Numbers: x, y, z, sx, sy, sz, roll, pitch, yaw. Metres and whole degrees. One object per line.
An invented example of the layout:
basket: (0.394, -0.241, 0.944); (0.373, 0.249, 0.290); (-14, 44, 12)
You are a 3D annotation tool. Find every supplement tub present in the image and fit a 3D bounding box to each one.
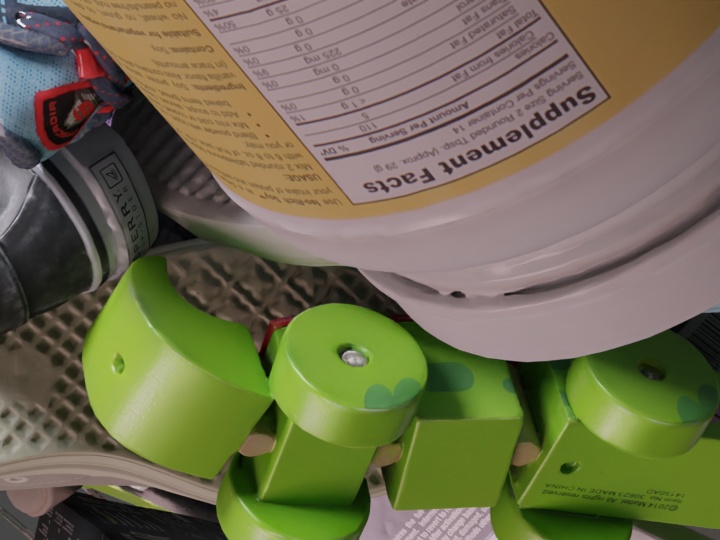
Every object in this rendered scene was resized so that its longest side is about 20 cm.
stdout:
supplement tub: (0.004, -0.091, 0.525); (0.145, 0.145, 0.200); (13, 151, 48)

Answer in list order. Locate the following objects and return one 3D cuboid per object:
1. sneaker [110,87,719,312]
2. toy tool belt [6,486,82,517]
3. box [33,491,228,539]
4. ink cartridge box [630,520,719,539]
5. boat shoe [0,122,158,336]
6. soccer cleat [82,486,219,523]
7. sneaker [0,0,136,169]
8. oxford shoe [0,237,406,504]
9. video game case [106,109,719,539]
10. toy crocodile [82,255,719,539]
sneaker: (0.029, -0.017, 0.734); (0.200, 0.074, 0.082); (9, 152, 33)
toy tool belt: (-0.083, -0.015, 0.942); (0.125, 0.123, 0.200); (47, 151, 12)
box: (-0.020, 0.115, 0.940); (0.160, 0.044, 0.200); (13, 178, -13)
ink cartridge box: (0.113, 0.083, 0.882); (0.200, 0.059, 0.104); (22, 158, 35)
boat shoe: (-0.140, -0.038, 0.776); (0.200, 0.071, 0.072); (25, 140, 45)
soccer cleat: (-0.084, 0.055, 1.140); (0.200, 0.081, 0.068); (19, -174, -12)
sneaker: (-0.060, -0.063, 0.705); (0.200, 0.096, 0.079); (-3, 148, 17)
oxford shoe: (-0.062, 0.029, 0.795); (0.200, 0.075, 0.058); (-2, 179, 0)
video game case: (0.000, 0.000, 0.804); (0.200, 0.019, 0.143); (38, 118, -5)
toy crocodile: (0.027, 0.037, 0.749); (0.200, 0.062, 0.068); (5, 134, -18)
